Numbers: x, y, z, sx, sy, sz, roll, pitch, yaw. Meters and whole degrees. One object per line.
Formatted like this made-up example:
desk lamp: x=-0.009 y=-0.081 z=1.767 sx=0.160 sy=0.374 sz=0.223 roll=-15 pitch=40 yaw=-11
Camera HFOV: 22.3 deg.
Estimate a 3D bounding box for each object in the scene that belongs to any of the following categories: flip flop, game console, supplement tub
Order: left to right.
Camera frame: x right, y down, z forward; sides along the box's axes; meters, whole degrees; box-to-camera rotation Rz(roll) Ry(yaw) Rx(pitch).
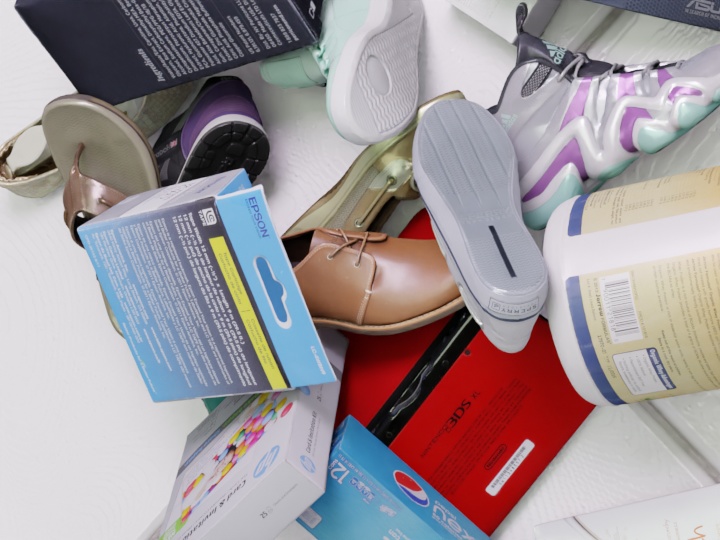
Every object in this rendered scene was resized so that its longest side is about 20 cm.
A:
flip flop: x=-0.190 y=-0.035 z=1.372 sx=0.080 sy=0.058 sz=0.202 roll=-7 pitch=105 yaw=23
game console: x=0.059 y=0.088 z=1.351 sx=0.172 sy=0.119 sz=0.201 roll=35 pitch=104 yaw=-9
supplement tub: x=0.233 y=0.006 z=1.204 sx=0.198 sy=0.144 sz=0.146 roll=-11 pitch=82 yaw=24

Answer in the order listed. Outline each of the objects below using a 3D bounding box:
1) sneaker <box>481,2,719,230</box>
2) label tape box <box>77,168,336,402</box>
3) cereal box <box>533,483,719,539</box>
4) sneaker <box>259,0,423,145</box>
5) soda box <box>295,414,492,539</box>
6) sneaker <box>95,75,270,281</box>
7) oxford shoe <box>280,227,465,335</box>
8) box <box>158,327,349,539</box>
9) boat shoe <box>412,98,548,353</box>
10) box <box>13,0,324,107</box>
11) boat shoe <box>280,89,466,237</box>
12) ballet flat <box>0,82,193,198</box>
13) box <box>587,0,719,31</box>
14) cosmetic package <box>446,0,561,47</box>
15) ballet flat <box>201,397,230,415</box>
sneaker: x=0.160 y=-0.135 z=1.269 sx=0.199 sy=0.078 sz=0.141 roll=-35 pitch=88 yaw=18
label tape box: x=-0.094 y=0.010 z=1.275 sx=0.199 sy=0.066 sz=0.144 roll=-10 pitch=108 yaw=44
cereal box: x=0.228 y=0.224 z=1.250 sx=0.198 sy=0.039 sz=0.145 roll=-17 pitch=80 yaw=23
sneaker: x=-0.021 y=-0.138 z=1.328 sx=0.117 sy=0.201 sz=0.074 roll=-22 pitch=119 yaw=25
soda box: x=0.042 y=0.198 z=1.281 sx=0.200 sy=0.068 sz=0.064 roll=42 pitch=106 yaw=-6
sneaker: x=-0.141 y=-0.067 z=1.438 sx=0.200 sy=0.075 sz=0.088 roll=-47 pitch=37 yaw=26
oxford shoe: x=0.000 y=0.000 z=1.293 sx=0.198 sy=0.072 sz=0.072 roll=-7 pitch=43 yaw=20
box: x=-0.079 y=0.137 z=1.302 sx=0.041 sy=0.201 sz=0.156 roll=38 pitch=115 yaw=-16
boat shoe: x=0.075 y=-0.030 z=1.233 sx=0.073 sy=0.067 sz=0.201 roll=-3 pitch=45 yaw=-8
box: x=-0.129 y=-0.248 z=1.358 sx=0.198 sy=0.118 sz=0.198 roll=-15 pitch=45 yaw=24
boat shoe: x=0.015 y=-0.052 z=1.354 sx=0.201 sy=0.073 sz=0.063 roll=-43 pitch=83 yaw=18
ballet flat: x=-0.217 y=-0.119 z=1.469 sx=0.199 sy=0.062 sz=0.068 roll=-35 pitch=73 yaw=19
box: x=0.184 y=-0.260 z=1.251 sx=0.198 sy=0.051 sz=0.159 roll=14 pitch=99 yaw=3
cosmetic package: x=0.137 y=-0.266 z=1.317 sx=0.082 sy=0.051 sz=0.201 roll=36 pitch=101 yaw=19
ballet flat: x=-0.101 y=0.021 z=1.394 sx=0.071 sy=0.072 sz=0.202 roll=5 pitch=118 yaw=25
